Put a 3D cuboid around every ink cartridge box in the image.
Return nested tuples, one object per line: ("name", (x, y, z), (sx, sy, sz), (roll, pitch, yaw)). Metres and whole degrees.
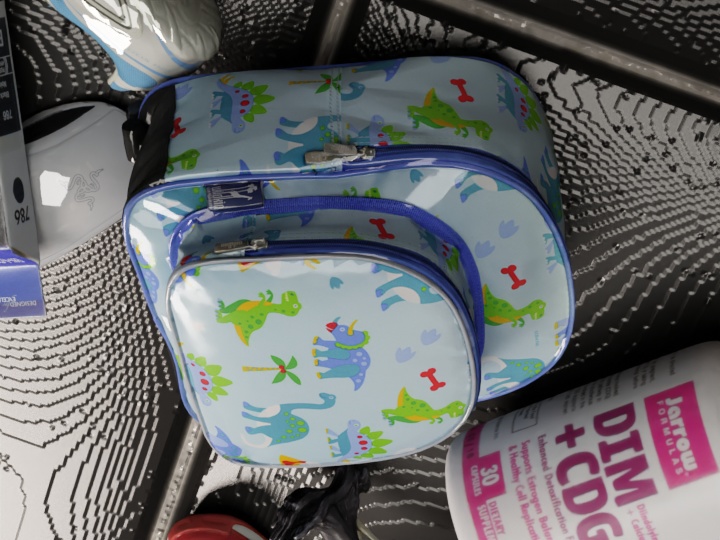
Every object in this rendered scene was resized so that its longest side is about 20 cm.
("ink cartridge box", (-0.217, -0.067, 1.026), (0.099, 0.039, 0.200), (-5, 101, 14))

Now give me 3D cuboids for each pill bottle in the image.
("pill bottle", (0.154, 0.103, 1.051), (0.200, 0.113, 0.113), (-22, 113, 19))

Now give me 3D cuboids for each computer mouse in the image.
("computer mouse", (-0.197, -0.027, 1.075), (0.200, 0.044, 0.110), (-23, 111, 20))

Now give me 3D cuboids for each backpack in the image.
("backpack", (0.000, 0.000, 0.993), (0.200, 0.147, 0.183), (-9, 134, 4))

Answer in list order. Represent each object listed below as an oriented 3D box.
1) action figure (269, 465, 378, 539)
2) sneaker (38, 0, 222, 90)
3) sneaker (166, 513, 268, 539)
("action figure", (0.033, 0.196, 1.123), (0.200, 0.119, 0.102), (44, 79, -9))
("sneaker", (-0.143, -0.168, 0.977), (0.072, 0.072, 0.200), (-25, 109, 28))
("sneaker", (-0.067, 0.241, 1.159), (0.078, 0.116, 0.200), (-12, 116, 15))
